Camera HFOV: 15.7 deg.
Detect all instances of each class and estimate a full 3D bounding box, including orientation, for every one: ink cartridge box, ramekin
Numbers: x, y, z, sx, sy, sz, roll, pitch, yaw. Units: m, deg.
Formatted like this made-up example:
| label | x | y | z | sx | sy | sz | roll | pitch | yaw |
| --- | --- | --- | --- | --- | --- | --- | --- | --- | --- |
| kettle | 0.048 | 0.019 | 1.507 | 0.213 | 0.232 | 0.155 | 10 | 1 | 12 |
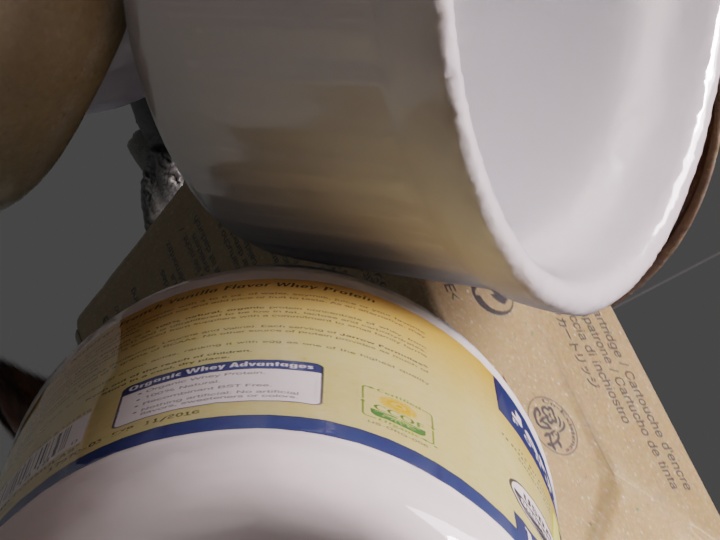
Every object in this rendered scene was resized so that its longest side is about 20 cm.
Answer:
| label | x | y | z | sx | sy | sz | roll | pitch | yaw |
| --- | --- | --- | --- | --- | --- | --- | --- | --- | --- |
| ink cartridge box | 0.006 | 0.052 | 0.807 | 0.075 | 0.165 | 0.200 | -3 | 58 | -39 |
| ramekin | 0.020 | -0.091 | 0.679 | 0.200 | 0.098 | 0.201 | -14 | 105 | -62 |

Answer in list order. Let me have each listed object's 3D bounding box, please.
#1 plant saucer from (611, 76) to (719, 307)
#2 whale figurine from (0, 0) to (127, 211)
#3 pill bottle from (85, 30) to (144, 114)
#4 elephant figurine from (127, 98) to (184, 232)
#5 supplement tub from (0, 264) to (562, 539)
| label | x | y | z | sx | sy | sz | roll | pitch | yaw |
| --- | --- | --- | --- | --- | --- | --- | --- | --- | --- |
| plant saucer | 0.037 | -0.079 | 0.839 | 0.037 | 0.200 | 0.200 | -29 | 92 | -47 |
| whale figurine | -0.101 | -0.116 | 0.690 | 0.104 | 0.200 | 0.159 | 20 | -1 | -10 |
| pill bottle | -0.117 | -0.154 | 0.951 | 0.112 | 0.112 | 0.200 | 56 | 9 | -42 |
| elephant figurine | -0.051 | -0.060 | 1.107 | 0.155 | 0.142 | 0.200 | 18 | 0 | 23 |
| supplement tub | -0.021 | 0.081 | 0.614 | 0.144 | 0.144 | 0.200 | 61 | 8 | -13 |
